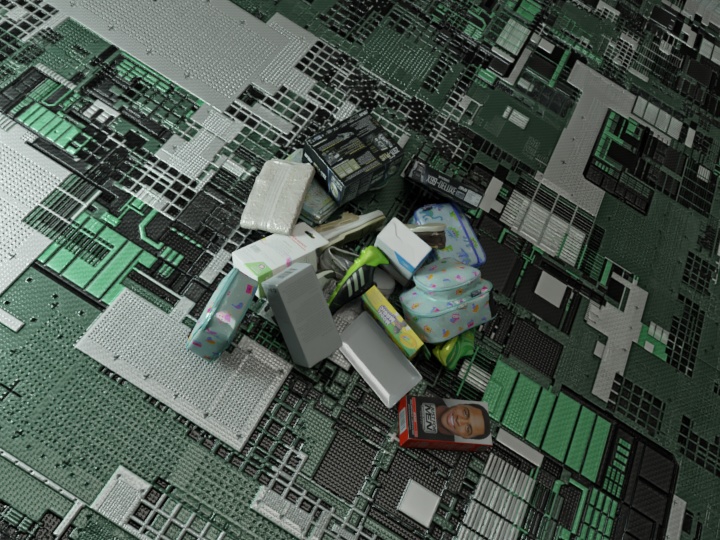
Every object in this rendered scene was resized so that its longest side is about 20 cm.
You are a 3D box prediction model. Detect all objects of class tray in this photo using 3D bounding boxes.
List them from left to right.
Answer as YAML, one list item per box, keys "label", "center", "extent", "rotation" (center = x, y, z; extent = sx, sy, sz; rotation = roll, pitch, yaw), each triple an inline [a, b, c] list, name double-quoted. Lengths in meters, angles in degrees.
- label: "tray"
  center: [0.039, 0.199, 1.545]
  extent: [0.107, 0.022, 0.200]
  rotation: [-42, 78, 6]

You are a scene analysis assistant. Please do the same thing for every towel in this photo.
- label: "towel"
  center: [-0.193, -0.178, 1.627]
  extent: [0.131, 0.035, 0.202]
  rotation: [9, 63, 14]
- label: "towel"
  center: [-0.133, -0.208, 1.716]
  extent: [0.199, 0.048, 0.171]
  rotation: [34, 52, 16]

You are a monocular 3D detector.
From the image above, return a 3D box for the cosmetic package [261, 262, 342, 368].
- label: "cosmetic package"
  center: [-0.124, 0.095, 1.482]
  extent: [0.101, 0.071, 0.202]
  rotation: [-31, 110, -32]

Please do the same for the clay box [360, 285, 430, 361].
- label: "clay box"
  center: [0.079, 0.134, 1.560]
  extent: [0.047, 0.115, 0.201]
  rotation: [-37, 77, -8]

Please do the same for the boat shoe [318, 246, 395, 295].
- label: "boat shoe"
  center: [0.000, 0.000, 1.638]
  extent: [0.198, 0.069, 0.072]
  rotation: [21, 54, -13]

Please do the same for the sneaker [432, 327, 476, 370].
- label: "sneaker"
  center: [0.238, 0.164, 1.639]
  extent: [0.200, 0.073, 0.084]
  rotation: [-41, 113, -40]

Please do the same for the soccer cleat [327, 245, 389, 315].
- label: "soccer cleat"
  center: [-0.012, 0.037, 1.578]
  extent: [0.081, 0.068, 0.201]
  rotation: [37, 90, -7]

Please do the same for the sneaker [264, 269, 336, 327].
- label: "sneaker"
  center: [-0.128, 0.063, 1.569]
  extent: [0.200, 0.074, 0.080]
  rotation: [-38, 98, -32]

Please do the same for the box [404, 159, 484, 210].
- label: "box"
  center: [0.215, -0.222, 1.795]
  extent: [0.198, 0.158, 0.050]
  rotation: [26, 96, -3]

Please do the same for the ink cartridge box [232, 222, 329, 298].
- label: "ink cartridge box"
  center: [-0.179, -0.027, 1.572]
  extent: [0.198, 0.068, 0.117]
  rotation: [-27, 45, -29]

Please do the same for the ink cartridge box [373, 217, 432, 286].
- label: "ink cartridge box"
  center: [0.091, -0.034, 1.629]
  extent: [0.115, 0.200, 0.067]
  rotation: [40, 74, 7]

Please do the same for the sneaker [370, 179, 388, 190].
- label: "sneaker"
  center: [-0.017, -0.272, 1.785]
  extent: [0.198, 0.080, 0.078]
  rotation: [22, 56, -6]

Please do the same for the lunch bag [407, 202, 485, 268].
- label: "lunch bag"
  center: [0.220, -0.075, 1.755]
  extent: [0.159, 0.083, 0.202]
  rotation: [-10, 66, -27]

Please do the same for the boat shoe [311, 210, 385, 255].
- label: "boat shoe"
  center: [-0.029, -0.111, 1.690]
  extent: [0.198, 0.075, 0.069]
  rotation: [-26, 74, -26]

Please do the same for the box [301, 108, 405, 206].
- label: "box"
  center: [-0.019, -0.280, 1.692]
  extent: [0.199, 0.086, 0.164]
  rotation: [-33, 73, -26]

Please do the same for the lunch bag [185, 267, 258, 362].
- label: "lunch bag"
  center: [-0.285, 0.091, 1.417]
  extent: [0.076, 0.200, 0.162]
  rotation: [30, 56, -13]

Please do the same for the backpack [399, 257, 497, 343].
- label: "backpack"
  center: [0.191, 0.071, 1.581]
  extent: [0.199, 0.155, 0.175]
  rotation: [-31, 30, -17]

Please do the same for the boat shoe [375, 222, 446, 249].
- label: "boat shoe"
  center: [0.122, -0.083, 1.685]
  extent: [0.072, 0.198, 0.060]
  rotation: [-23, 109, -51]

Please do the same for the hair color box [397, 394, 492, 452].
- label: "hair color box"
  center: [0.185, 0.338, 1.515]
  extent: [0.197, 0.061, 0.103]
  rotation: [7, 58, -16]
